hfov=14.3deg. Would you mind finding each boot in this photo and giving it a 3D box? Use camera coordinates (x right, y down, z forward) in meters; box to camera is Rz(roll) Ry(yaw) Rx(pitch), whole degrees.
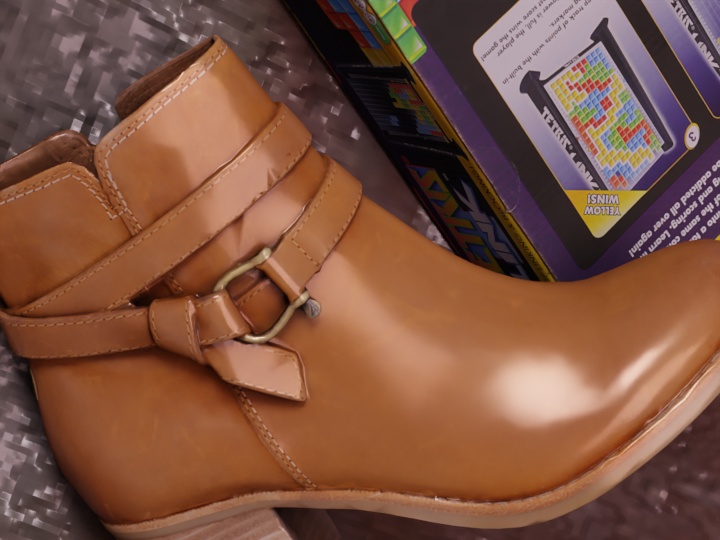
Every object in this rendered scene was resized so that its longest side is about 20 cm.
[{"bbox_3d":[0.000,0.000,0.786,0.199,0.077,0.156,-27,104,11],"label":"boot"}]

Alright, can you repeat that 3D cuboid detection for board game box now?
[{"bbox_3d":[0.094,-0.087,0.863,0.200,0.057,0.166,-43,115,-18],"label":"board game box"}]
